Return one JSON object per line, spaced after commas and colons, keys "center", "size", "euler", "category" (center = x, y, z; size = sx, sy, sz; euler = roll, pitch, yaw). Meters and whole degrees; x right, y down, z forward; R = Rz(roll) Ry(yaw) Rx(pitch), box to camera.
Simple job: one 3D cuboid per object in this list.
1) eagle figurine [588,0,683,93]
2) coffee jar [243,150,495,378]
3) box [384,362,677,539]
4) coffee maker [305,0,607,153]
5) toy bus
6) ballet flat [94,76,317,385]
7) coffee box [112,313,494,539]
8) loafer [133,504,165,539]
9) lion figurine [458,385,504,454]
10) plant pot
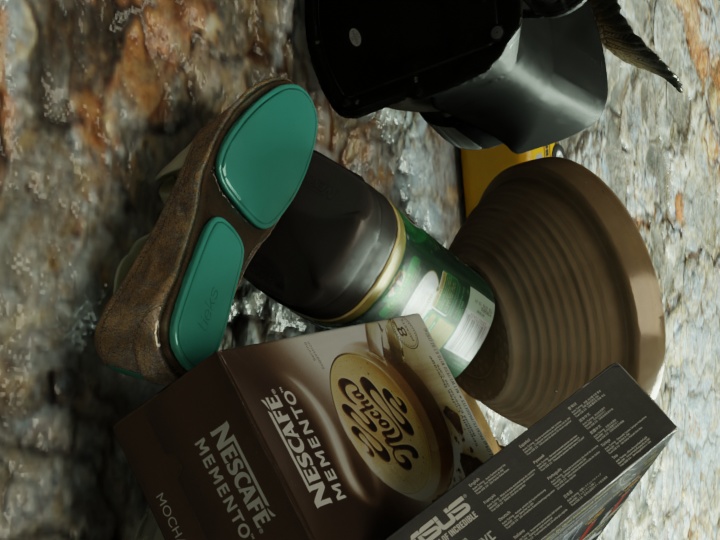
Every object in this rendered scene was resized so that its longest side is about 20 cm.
{"center": [0.160, -0.214, 1.126], "size": [0.152, 0.149, 0.202], "euler": [-120, -163, -68], "category": "eagle figurine"}
{"center": [0.000, 0.000, 0.886], "size": [0.086, 0.104, 0.200], "euler": [-58, 148, -2], "category": "coffee jar"}
{"center": [0.058, 0.151, 0.751], "size": [0.199, 0.050, 0.158], "euler": [-34, 159, -25], "category": "box"}
{"center": [0.090, -0.148, 0.956], "size": [0.199, 0.190, 0.137], "euler": [7, 92, -61], "category": "coffee maker"}
{"center": [0.125, -0.044, 1.175], "size": [0.078, 0.064, 0.203], "euler": [-26, 114, -60], "category": "toy bus"}
{"center": [-0.085, -0.027, 0.763], "size": [0.068, 0.067, 0.201], "euler": [58, 40, -34], "category": "ballet flat"}
{"center": [-0.018, 0.097, 0.754], "size": [0.199, 0.080, 0.114], "euler": [-8, 67, -60], "category": "coffee box"}
{"center": [-0.089, 0.137, 0.765], "size": [0.070, 0.069, 0.201], "euler": [53, 26, -21], "category": "loafer"}
{"center": [0.069, 0.118, 1.066], "size": [0.123, 0.072, 0.202], "euler": [-58, 135, -60], "category": "lion figurine"}
{"center": [0.111, 0.029, 1.009], "size": [0.092, 0.200, 0.204], "euler": [-13, 105, -26], "category": "plant pot"}
